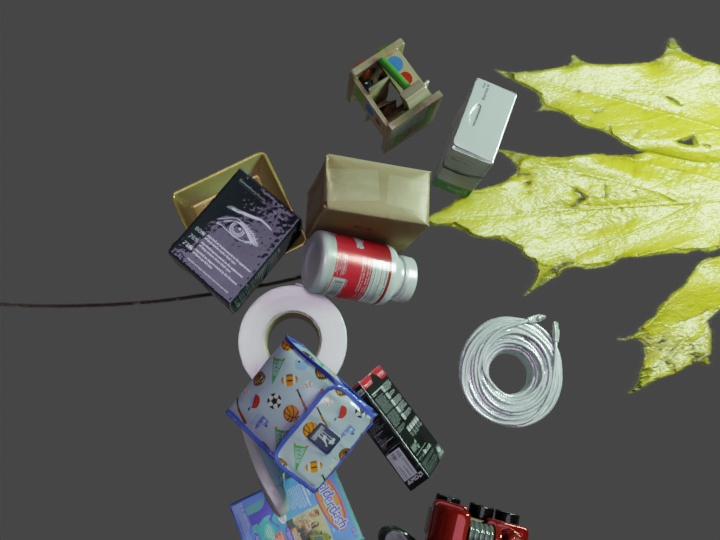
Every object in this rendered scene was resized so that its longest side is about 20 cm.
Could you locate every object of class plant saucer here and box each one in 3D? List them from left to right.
[{"bbox_3d":[-0.227,-0.093,1.410,0.197,0.048,0.202,-26,82,-8],"label":"plant saucer"}]

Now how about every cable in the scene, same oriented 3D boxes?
[{"bbox_3d":[0.276,0.188,1.380,0.196,0.069,0.204,-3,79,-4],"label":"cable"}]

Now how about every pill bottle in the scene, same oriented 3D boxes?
[{"bbox_3d":[0.000,0.000,1.354,0.197,0.112,0.115,12,77,-25],"label":"pill bottle"}]

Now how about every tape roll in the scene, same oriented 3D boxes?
[{"bbox_3d":[-0.123,0.131,1.361,0.198,0.071,0.207,1,79,-3],"label":"tape roll"}]

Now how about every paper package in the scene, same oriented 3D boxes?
[{"bbox_3d":[0.009,-0.116,1.345,0.196,0.191,0.106,7,74,-14],"label":"paper package"}]

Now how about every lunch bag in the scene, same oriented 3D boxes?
[{"bbox_3d":[-0.093,0.237,1.228,0.199,0.124,0.171,40,88,17],"label":"lunch bag"}]

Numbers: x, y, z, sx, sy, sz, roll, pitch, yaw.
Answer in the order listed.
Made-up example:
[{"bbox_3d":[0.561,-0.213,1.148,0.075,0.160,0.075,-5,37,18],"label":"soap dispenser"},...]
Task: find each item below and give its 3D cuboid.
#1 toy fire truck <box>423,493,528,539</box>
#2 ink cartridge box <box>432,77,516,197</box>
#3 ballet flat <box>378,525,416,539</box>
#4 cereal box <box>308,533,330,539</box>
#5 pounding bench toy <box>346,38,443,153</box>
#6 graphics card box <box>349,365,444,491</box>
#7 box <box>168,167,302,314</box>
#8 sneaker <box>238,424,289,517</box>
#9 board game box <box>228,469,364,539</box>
[{"bbox_3d":[0.202,0.466,1.251,0.173,0.200,0.131,15,77,-1],"label":"toy fire truck"},{"bbox_3d":[0.209,-0.242,1.393,0.083,0.200,0.148,21,78,-1],"label":"ink cartridge box"},{"bbox_3d":[0.110,0.524,1.316,0.066,0.057,0.200,-43,91,-10],"label":"ballet flat"},{"bbox_3d":[-0.058,0.558,1.217,0.039,0.144,0.204,-2,96,-12],"label":"cereal box"},{"bbox_3d":[0.060,-0.350,1.405,0.123,0.200,0.157,-33,83,-10],"label":"pounding bench toy"},{"bbox_3d":[0.061,0.275,1.316,0.051,0.125,0.201,-41,84,18],"label":"graphics card box"},{"bbox_3d":[-0.218,-0.051,1.325,0.147,0.104,0.201,40,78,4],"label":"box"},{"bbox_3d":[-0.150,0.323,1.295,0.081,0.074,0.202,-20,59,-12],"label":"sneaker"},{"bbox_3d":[-0.112,0.442,1.312,0.197,0.045,0.154,-22,81,-8],"label":"board game box"}]
